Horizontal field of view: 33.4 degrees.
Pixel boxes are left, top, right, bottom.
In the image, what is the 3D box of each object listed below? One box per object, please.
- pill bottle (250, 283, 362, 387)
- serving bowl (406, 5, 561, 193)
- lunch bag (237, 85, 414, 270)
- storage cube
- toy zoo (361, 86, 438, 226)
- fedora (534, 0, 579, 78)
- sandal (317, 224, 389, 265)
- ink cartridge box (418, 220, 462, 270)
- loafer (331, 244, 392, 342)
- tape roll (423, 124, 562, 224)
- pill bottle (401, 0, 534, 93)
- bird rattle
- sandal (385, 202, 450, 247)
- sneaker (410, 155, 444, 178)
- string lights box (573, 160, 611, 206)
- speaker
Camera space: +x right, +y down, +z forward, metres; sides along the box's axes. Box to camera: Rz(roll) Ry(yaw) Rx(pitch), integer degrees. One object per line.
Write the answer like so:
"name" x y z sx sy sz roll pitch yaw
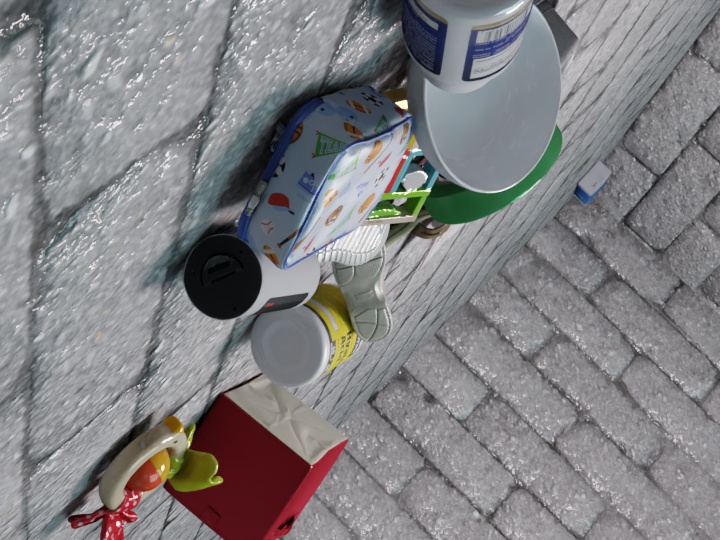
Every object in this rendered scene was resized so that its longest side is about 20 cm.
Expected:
"pill bottle" -0.058 0.079 1.613 0.112 0.111 0.200 -50 171 23
"serving bowl" 0.116 -0.183 1.220 0.200 0.202 0.065 -42 -146 -26
"lunch bag" -0.033 -0.085 1.112 0.161 0.075 0.200 -60 166 26
"storage cube" -0.155 0.286 1.797 0.181 0.199 0.171 -56 168 16
"toy zoo" 0.047 -0.131 1.300 0.130 0.021 0.201 -8 137 -40
"fedora" 0.196 -0.244 1.469 0.200 0.090 0.177 -44 170 -14
"sandal" -0.031 -0.050 1.407 0.202 0.050 0.083 -5 123 -57
"ink cartridge box" 0.160 -0.110 2.008 0.176 0.045 0.201 -43 169 -28
"loafer" 0.000 0.000 1.552 0.071 0.063 0.202 -11 126 -1
"tape roll" 0.161 -0.143 1.540 0.199 0.048 0.201 -29 -152 17
"pill bottle" 0.089 -0.225 1.019 0.111 0.111 0.200 -45 171 -9
"bird rattle" -0.279 0.253 1.503 0.198 0.113 0.164 -28 151 -25
"sandal" 0.093 -0.074 1.654 0.200 0.057 0.080 -30 -158 48
"sneaker" 0.065 -0.142 1.413 0.115 0.076 0.200 -39 160 -9
"string lights box" 0.760 -0.283 3.939 0.103 0.059 0.200 -46 171 -3
"speaker" -0.104 0.003 1.193 0.081 0.081 0.200 -48 171 10
